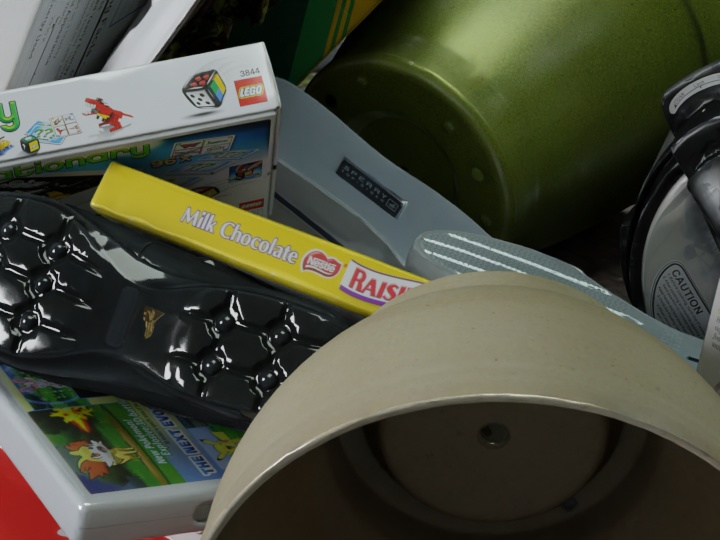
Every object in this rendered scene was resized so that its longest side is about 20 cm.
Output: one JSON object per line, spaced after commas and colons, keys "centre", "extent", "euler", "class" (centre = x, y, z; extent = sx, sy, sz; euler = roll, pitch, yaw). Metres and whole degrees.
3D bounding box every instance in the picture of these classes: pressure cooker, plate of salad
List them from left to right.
{"centre": [-0.062, -0.126, 1.059], "extent": [0.048, 0.200, 0.200], "euler": [36, 25, -8], "class": "plate of salad"}
{"centre": [0.214, -0.018, 1.108], "extent": [0.176, 0.179, 0.200], "euler": [17, 26, 9], "class": "pressure cooker"}

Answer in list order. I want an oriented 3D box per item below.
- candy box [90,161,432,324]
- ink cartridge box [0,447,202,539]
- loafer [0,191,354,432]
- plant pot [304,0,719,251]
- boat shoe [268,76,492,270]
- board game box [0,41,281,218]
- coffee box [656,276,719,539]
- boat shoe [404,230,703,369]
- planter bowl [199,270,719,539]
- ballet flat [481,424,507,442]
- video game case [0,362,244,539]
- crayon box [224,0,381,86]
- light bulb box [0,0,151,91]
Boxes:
{"centre": [-0.003, 0.011, 0.948], "extent": [0.200, 0.026, 0.102], "euler": [21, -10, 20], "class": "candy box"}
{"centre": [-0.071, 0.092, 0.937], "extent": [0.200, 0.045, 0.176], "euler": [24, 28, 28], "class": "ink cartridge box"}
{"centre": [-0.085, 0.022, 0.913], "extent": [0.200, 0.068, 0.070], "euler": [18, -10, 21], "class": "loafer"}
{"centre": [0.070, -0.088, 1.218], "extent": [0.200, 0.200, 0.193], "euler": [23, 40, 25], "class": "plant pot"}
{"centre": [-0.002, 0.002, 1.111], "extent": [0.202, 0.086, 0.075], "euler": [39, 41, -7], "class": "boat shoe"}
{"centre": [-0.135, -0.038, 0.986], "extent": [0.200, 0.126, 0.035], "euler": [-11, 72, -8], "class": "board game box"}
{"centre": [0.175, 0.090, 0.845], "extent": [0.113, 0.200, 0.080], "euler": [-6, 29, -28], "class": "coffee box"}
{"centre": [0.103, 0.051, 1.038], "extent": [0.200, 0.067, 0.074], "euler": [26, 25, 14], "class": "boat shoe"}
{"centre": [0.044, 0.084, 0.796], "extent": [0.200, 0.200, 0.135], "euler": [8, 32, -3], "class": "planter bowl"}
{"centre": [0.086, 0.089, 0.975], "extent": [0.200, 0.074, 0.074], "euler": [24, 29, 32], "class": "ballet flat"}
{"centre": [-0.071, 0.043, 0.963], "extent": [0.182, 0.022, 0.200], "euler": [-4, 29, -31], "class": "video game case"}
{"centre": [-0.020, -0.157, 1.212], "extent": [0.058, 0.173, 0.200], "euler": [42, 27, -9], "class": "crayon box"}
{"centre": [-0.152, -0.174, 1.070], "extent": [0.125, 0.198, 0.200], "euler": [30, 28, 5], "class": "light bulb box"}
